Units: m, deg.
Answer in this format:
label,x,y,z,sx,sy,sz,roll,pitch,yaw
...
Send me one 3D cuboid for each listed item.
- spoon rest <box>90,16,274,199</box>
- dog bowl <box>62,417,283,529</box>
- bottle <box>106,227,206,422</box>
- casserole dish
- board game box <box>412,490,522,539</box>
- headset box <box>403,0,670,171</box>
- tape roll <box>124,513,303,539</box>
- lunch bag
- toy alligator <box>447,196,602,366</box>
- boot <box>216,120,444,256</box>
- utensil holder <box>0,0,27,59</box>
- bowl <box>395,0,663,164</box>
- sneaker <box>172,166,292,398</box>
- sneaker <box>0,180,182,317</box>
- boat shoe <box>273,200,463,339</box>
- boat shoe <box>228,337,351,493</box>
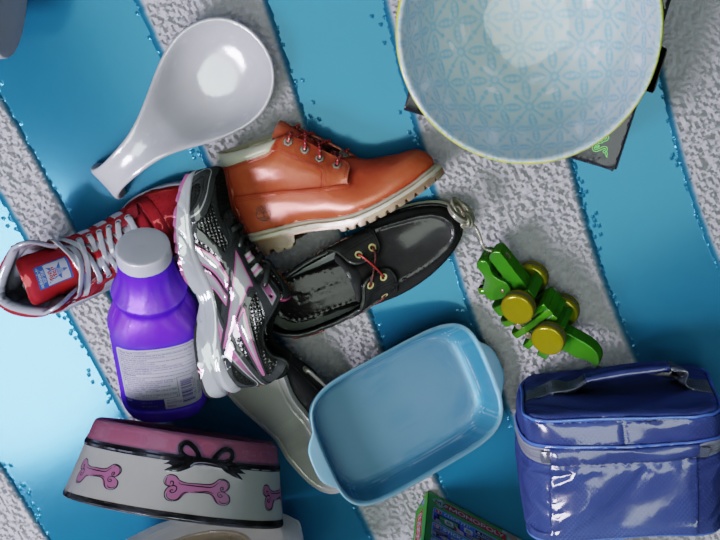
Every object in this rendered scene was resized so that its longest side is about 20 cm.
label,x,y,z,sx,sy,sz,roll,pitch,yaw
spoon rest,-0.159,-0.135,1.316,0.200,0.061,0.099,-42,99,15
dog bowl,-0.161,0.179,1.345,0.198,0.200,0.074,9,85,2
bottle,-0.181,0.050,1.326,0.083,0.066,0.201,-7,136,-5
casserole dish,0.037,0.127,1.354,0.199,0.039,0.122,-27,101,-18
board game box,0.140,0.285,1.375,0.199,0.135,0.029,28,106,-3
headset box,0.154,-0.195,1.257,0.198,0.093,0.175,17,107,-1
tape roll,-0.142,0.289,1.366,0.201,0.203,0.071,-10,104,7
lunch bag,0.235,0.150,1.327,0.198,0.136,0.134,-5,106,5
toy alligator,0.134,0.020,1.340,0.200,0.059,0.054,45,128,-9
boot,-0.030,-0.087,1.316,0.198,0.075,0.108,-15,100,10
utensil holder,-0.391,-0.257,1.247,0.198,0.170,0.172,1,106,1
bowl,0.128,-0.191,1.154,0.198,0.108,0.202,1,107,4
sneaker,-0.102,0.006,1.298,0.086,0.080,0.202,-7,104,11
sneaker,-0.231,-0.016,1.325,0.199,0.112,0.072,-30,86,12
boat shoe,0.001,0.002,1.344,0.200,0.063,0.074,-26,100,10
boat shoe,-0.065,0.111,1.381,0.074,0.060,0.200,-34,100,40
